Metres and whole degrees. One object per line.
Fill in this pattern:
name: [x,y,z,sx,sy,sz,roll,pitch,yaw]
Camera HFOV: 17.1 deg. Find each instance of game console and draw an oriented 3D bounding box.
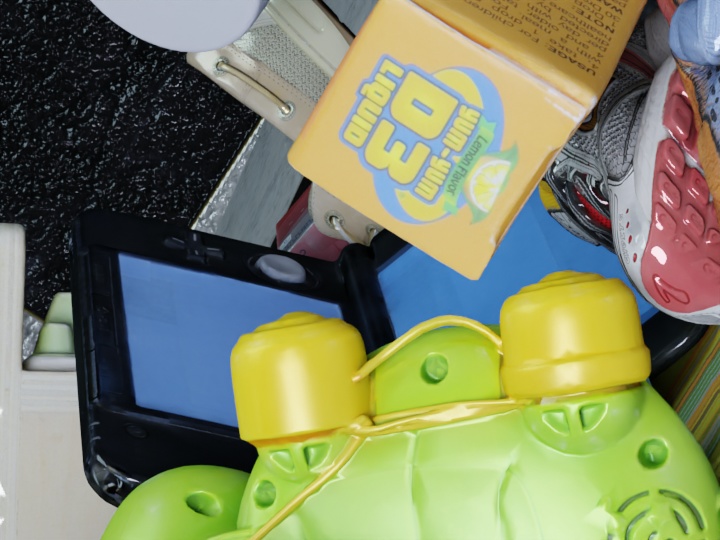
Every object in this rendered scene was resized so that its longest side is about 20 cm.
game console: [0.000,0.000,0.808,0.200,0.175,0.117,-108,34,-64]

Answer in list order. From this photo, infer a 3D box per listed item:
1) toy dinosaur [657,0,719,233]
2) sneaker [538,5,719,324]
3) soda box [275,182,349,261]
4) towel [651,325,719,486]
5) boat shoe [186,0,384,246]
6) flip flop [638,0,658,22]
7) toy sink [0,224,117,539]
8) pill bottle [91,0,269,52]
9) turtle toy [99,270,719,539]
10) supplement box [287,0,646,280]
toy dinosaur: [0.092,-0.049,0.583,0.200,0.105,0.181,-50,25,-8]
sneaker: [0.095,-0.026,0.719,0.082,0.078,0.200,-39,9,19]
soda box: [0.049,-0.065,1.043,0.200,0.063,0.070,-48,12,11]
towel: [0.111,0.018,0.762,0.086,0.018,0.200,-60,10,22]
boat shoe: [0.009,-0.037,0.971,0.065,0.200,0.072,-43,-14,3]
flip flop: [0.113,-0.093,0.903,0.200,0.057,0.081,-51,52,36]
toy sink: [-0.096,0.087,0.949,0.130,0.111,0.202,158,113,-79]
pill bottle: [-0.034,-0.176,0.915,0.201,0.111,0.111,-60,2,-40]
turtle toy: [0.014,0.081,0.665,0.101,0.198,0.147,-4,-94,-75]
supplement box: [0.045,-0.079,0.697,0.067,0.069,0.200,-58,3,31]
